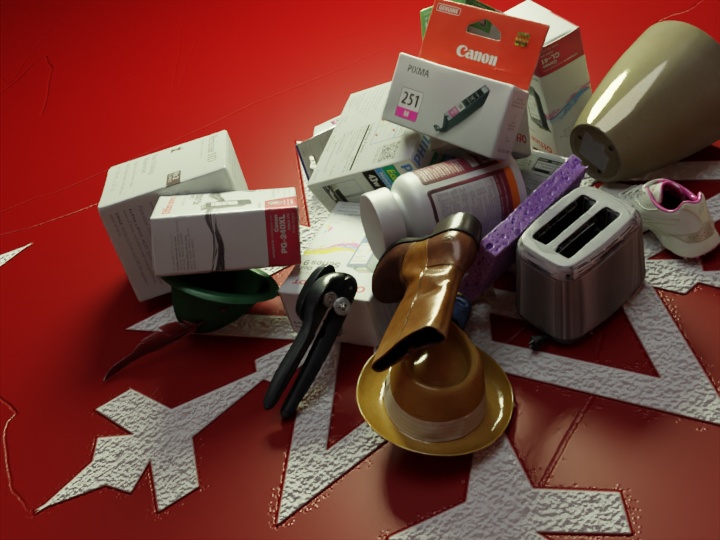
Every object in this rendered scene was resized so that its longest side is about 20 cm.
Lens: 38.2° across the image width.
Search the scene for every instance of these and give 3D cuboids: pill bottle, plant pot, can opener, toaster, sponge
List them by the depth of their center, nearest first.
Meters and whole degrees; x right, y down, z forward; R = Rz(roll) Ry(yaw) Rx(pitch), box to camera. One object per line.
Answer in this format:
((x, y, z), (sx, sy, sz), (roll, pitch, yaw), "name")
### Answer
((0.261, -0.008, 1.264), (0.199, 0.130, 0.113), (-36, 48, -22), "toaster")
((-0.061, 0.091, 1.302), (0.202, 0.063, 0.079), (-69, 17, -6), "can opener")
((0.205, -0.052, 1.305), (0.030, 0.112, 0.200), (40, 60, 16), "sponge")
((0.106, -0.083, 1.342), (0.198, 0.110, 0.110), (-18, 35, -13), "pill bottle")
((0.388, -0.211, 1.434), (0.199, 0.188, 0.187), (-37, 39, -21), "plant pot")

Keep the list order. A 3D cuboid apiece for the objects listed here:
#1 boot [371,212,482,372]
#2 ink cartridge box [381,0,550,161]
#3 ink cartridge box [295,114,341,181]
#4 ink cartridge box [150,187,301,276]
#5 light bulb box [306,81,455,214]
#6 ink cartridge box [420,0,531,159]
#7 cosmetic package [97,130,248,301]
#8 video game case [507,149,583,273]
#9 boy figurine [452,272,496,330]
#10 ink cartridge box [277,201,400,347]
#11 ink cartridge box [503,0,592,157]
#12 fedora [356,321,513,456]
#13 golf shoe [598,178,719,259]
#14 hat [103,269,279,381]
((0.056, 0.045, 1.200), (0.187, 0.068, 0.201), (-26, 30, 39), "boot")
((0.131, -0.252, 1.336), (0.199, 0.175, 0.043), (26, 16, 40), "ink cartridge box")
((-0.008, -0.210, 1.694), (0.199, 0.095, 0.037), (-27, 36, -10), "ink cartridge box")
((-0.183, -0.055, 1.423), (0.198, 0.084, 0.145), (-4, 16, -5), "ink cartridge box")
((0.058, -0.173, 1.520), (0.199, 0.125, 0.200), (-9, 46, 41), "light bulb box")
((0.160, -0.256, 1.435), (0.084, 0.202, 0.145), (-9, -10, 39), "ink cartridge box")
((-0.268, -0.085, 1.578), (0.198, 0.166, 0.165), (-18, 28, 2), "cosmetic package")
((0.191, -0.097, 1.469), (0.199, 0.023, 0.183), (21, 72, 42), "video game case")
((0.119, 0.017, 1.363), (0.123, 0.065, 0.201), (3, 45, 15), "boy figurine")
((0.000, 0.000, 1.424), (0.144, 0.088, 0.201), (5, 45, 30), "ink cartridge box")
((0.276, -0.284, 1.568), (0.085, 0.201, 0.148), (-28, 36, -11), "ink cartridge box")
((0.088, 0.120, 1.193), (0.198, 0.082, 0.202), (2, 37, -2), "fedora")
((0.384, -0.090, 1.360), (0.075, 0.092, 0.200), (-34, 37, -19), "golf shoe")
((-0.225, 0.085, 1.476), (0.198, 0.178, 0.165), (18, 18, 17), "hat")
